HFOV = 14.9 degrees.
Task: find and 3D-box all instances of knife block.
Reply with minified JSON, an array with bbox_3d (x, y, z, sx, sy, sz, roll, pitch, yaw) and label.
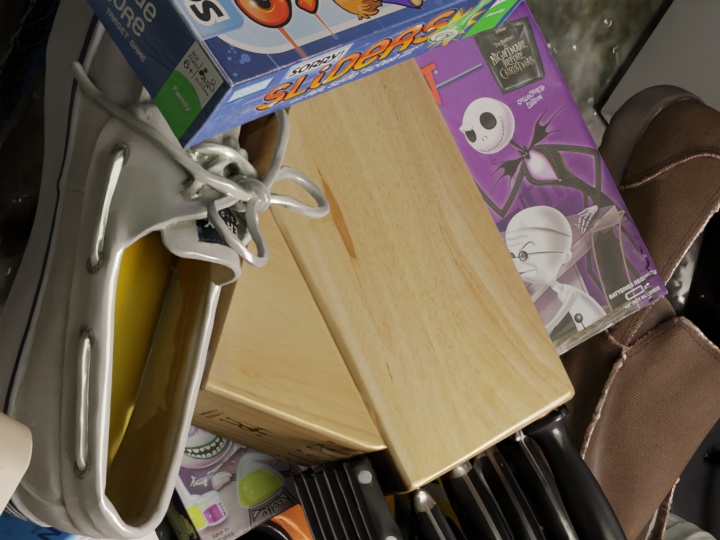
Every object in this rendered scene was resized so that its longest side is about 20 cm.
[{"bbox_3d":[0.028,0.026,0.905,0.175,0.064,0.201,21,75,-19],"label":"knife block"}]

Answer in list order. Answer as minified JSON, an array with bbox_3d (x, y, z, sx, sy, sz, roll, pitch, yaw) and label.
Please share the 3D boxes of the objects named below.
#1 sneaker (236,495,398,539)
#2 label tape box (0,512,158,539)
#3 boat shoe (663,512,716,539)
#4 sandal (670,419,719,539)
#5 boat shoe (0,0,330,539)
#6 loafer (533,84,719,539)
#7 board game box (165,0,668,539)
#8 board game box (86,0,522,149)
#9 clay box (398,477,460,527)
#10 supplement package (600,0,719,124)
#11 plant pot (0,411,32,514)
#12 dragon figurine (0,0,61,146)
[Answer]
[{"bbox_3d":[-0.024,0.154,0.993,0.090,0.070,0.201,-34,121,-56],"label":"sneaker"},{"bbox_3d":[-0.111,0.178,0.926,0.143,0.066,0.200,-42,128,-29],"label":"label tape box"},{"bbox_3d":[0.080,0.180,1.130,0.200,0.065,0.074,-58,137,-15],"label":"boat shoe"},{"bbox_3d":[0.177,0.129,1.234,0.076,0.043,0.201,-40,129,-32],"label":"sandal"},{"bbox_3d":[-0.054,-0.017,0.816,0.075,0.086,0.203,21,85,-49],"label":"boat shoe"},{"bbox_3d":[0.111,0.033,1.039,0.073,0.071,0.201,-2,106,-47],"label":"loafer"},{"bbox_3d":[0.000,0.000,0.947,0.200,0.032,0.120,-29,89,-24],"label":"board game box"},{"bbox_3d":[-0.051,-0.142,0.813,0.135,0.034,0.200,-25,75,-40],"label":"board game box"},{"bbox_3d":[0.041,0.023,1.051,0.115,0.048,0.200,-51,135,-21],"label":"clay box"},{"bbox_3d":[0.231,-0.047,1.154,0.151,0.152,0.200,-55,135,-18],"label":"supplement package"},{"bbox_3d":[-0.238,0.068,0.674,0.177,0.200,0.200,38,74,-33],"label":"plant pot"},{"bbox_3d":[-0.082,-0.105,0.869,0.200,0.059,0.100,-38,128,-33],"label":"dragon figurine"}]
